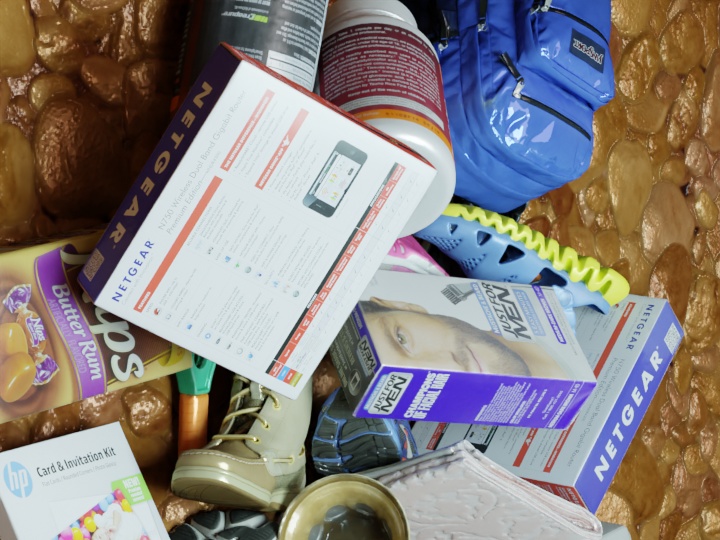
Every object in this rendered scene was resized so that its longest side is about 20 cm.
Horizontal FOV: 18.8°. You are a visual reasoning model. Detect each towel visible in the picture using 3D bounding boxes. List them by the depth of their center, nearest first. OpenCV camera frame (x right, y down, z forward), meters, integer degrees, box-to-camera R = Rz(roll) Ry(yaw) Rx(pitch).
[{"bbox_3d":[0.064,0.204,1.769,0.191,0.200,0.032,34,47,-40],"label":"towel"}]

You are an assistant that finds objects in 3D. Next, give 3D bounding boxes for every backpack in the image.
[{"bbox_3d":[0.122,-0.162,1.813,0.162,0.168,0.200,23,58,-35],"label":"backpack"}]

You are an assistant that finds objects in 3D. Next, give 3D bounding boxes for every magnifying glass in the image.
[{"bbox_3d":[-0.126,0.074,1.675,0.080,0.022,0.200,-6,100,-62],"label":"magnifying glass"}]

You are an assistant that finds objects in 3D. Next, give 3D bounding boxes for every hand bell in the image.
[{"bbox_3d":[0.009,0.235,1.737,0.200,0.104,0.104,54,50,-67],"label":"hand bell"}]

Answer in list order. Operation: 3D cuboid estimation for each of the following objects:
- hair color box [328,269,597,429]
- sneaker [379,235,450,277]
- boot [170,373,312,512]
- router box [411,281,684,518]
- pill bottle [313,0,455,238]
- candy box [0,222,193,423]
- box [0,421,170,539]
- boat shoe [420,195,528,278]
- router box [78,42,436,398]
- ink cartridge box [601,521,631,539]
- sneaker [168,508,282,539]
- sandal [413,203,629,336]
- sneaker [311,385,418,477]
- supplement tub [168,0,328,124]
[{"bbox_3d":[0.076,0.062,1.720,0.200,0.065,0.109,4,43,-28],"label":"hair color box"},{"bbox_3d":[0.000,0.000,1.776,0.088,0.081,0.200,-51,140,10],"label":"sneaker"},{"bbox_3d":[-0.083,0.103,1.662,0.200,0.073,0.156,25,72,-69],"label":"boot"},{"bbox_3d":[0.155,0.105,1.865,0.200,0.179,0.049,-59,137,-27],"label":"router box"},{"bbox_3d":[0.011,-0.127,1.703,0.113,0.113,0.200,48,24,-36],"label":"pill bottle"},{"bbox_3d":[-0.215,0.033,1.563,0.200,0.056,0.117,-16,102,-47],"label":"candy box"},{"bbox_3d":[-0.188,0.215,1.530,0.156,0.041,0.200,-10,73,-59],"label":"box"},{"bbox_3d":[0.112,-0.055,1.898,0.075,0.066,0.199,52,56,-35],"label":"boat shoe"},{"bbox_3d":[-0.072,-0.033,1.546,0.179,0.049,0.200,29,98,-30],"label":"router box"},{"bbox_3d":[0.158,0.319,1.947,0.200,0.084,0.146,-17,104,-45],"label":"ink cartridge box"},{"bbox_3d":[-0.133,0.264,1.660,0.200,0.081,0.083,-47,138,-24],"label":"sneaker"},{"bbox_3d":[0.127,0.006,1.822,0.200,0.079,0.087,26,88,-15],"label":"sandal"},{"bbox_3d":[0.007,0.140,1.773,0.200,0.075,0.079,72,17,-58],"label":"sneaker"},{"bbox_3d":[-0.087,-0.152,1.656,0.107,0.107,0.200,18,79,-46],"label":"supplement tub"}]
